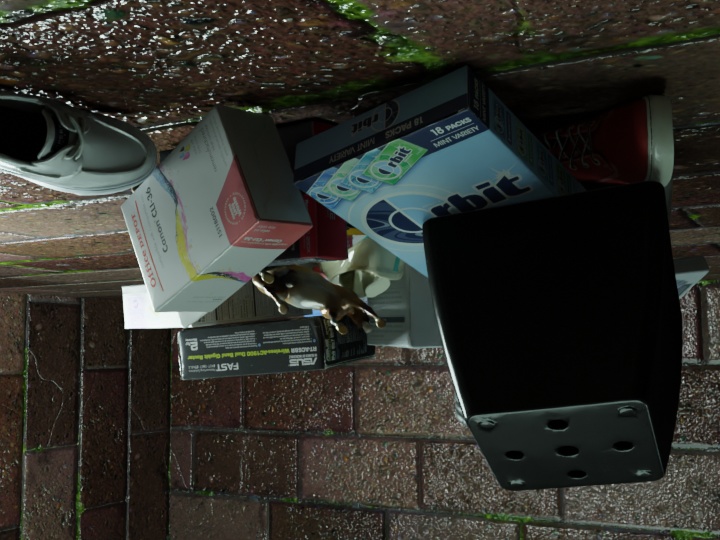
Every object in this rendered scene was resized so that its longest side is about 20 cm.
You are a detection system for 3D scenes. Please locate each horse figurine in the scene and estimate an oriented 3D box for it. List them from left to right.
[{"bbox_3d":[-0.060,0.025,0.941,0.199,0.050,0.133,20,-173,-18],"label":"horse figurine"}]

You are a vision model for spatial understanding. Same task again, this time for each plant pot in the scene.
[{"bbox_3d":[0.168,0.072,0.743,0.198,0.178,0.200,-8,141,19],"label":"plant pot"}]

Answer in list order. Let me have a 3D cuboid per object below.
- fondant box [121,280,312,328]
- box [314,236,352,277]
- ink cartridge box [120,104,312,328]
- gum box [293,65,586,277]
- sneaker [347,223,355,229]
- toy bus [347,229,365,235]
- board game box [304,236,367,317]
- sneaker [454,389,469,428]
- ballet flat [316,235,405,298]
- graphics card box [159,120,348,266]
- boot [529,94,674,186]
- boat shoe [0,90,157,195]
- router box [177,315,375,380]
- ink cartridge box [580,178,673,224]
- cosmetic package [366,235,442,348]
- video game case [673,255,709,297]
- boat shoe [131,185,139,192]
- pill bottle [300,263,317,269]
[{"bbox_3d":[-0.181,0.039,1.145,0.144,0.059,0.199,-4,178,42],"label":"fondant box"},{"bbox_3d":[-0.115,-0.042,1.248,0.199,0.103,0.095,-1,176,-11],"label":"box"},{"bbox_3d":[-0.143,-0.039,0.796,0.067,0.117,0.200,1,149,-47],"label":"ink cartridge box"},{"bbox_3d":[0.072,-0.071,0.752,0.169,0.045,0.200,-18,146,34],"label":"gum box"},{"bbox_3d":[-0.016,-0.067,0.868,0.199,0.060,0.104,-35,-164,7],"label":"sneaker"},{"bbox_3d":[-0.013,-0.080,0.962,0.199,0.079,0.065,0,174,-5],"label":"toy bus"},{"bbox_3d":[0.037,0.000,1.320,0.198,0.200,0.043,-4,131,28],"label":"board game box"},{"bbox_3d":[0.188,0.157,1.066,0.070,0.100,0.200,-11,-165,-39],"label":"sneaker"},{"bbox_3d":[0.000,0.000,0.997,0.069,0.070,0.200,1,171,-20],"label":"ballet flat"},{"bbox_3d":[-0.107,-0.065,0.855,0.199,0.126,0.051,-4,176,34],"label":"graphics card box"},{"bbox_3d":[0.187,-0.105,0.777,0.143,0.073,0.200,1,178,4],"label":"boot"},{"bbox_3d":[-0.254,-0.103,0.721,0.199,0.074,0.065,2,179,-34],"label":"boat shoe"},{"bbox_3d":[-0.101,0.091,1.098,0.199,0.063,0.150,-7,178,23],"label":"router box"},{"bbox_3d":[0.217,-0.051,0.911,0.145,0.083,0.200,9,-164,33],"label":"ink cartridge box"},{"bbox_3d":[0.119,-0.008,1.090,0.198,0.201,0.123,2,177,-25],"label":"cosmetic package"},{"bbox_3d":[0.255,0.050,0.981,0.181,0.023,0.200,-6,152,-16],"label":"video game case"},{"bbox_3d":[-0.180,-0.071,0.965,0.199,0.072,0.065,17,158,44],"label":"boat shoe"},{"bbox_3d":[-0.151,-0.049,1.096,0.199,0.114,0.113,-4,174,27],"label":"pill bottle"}]
